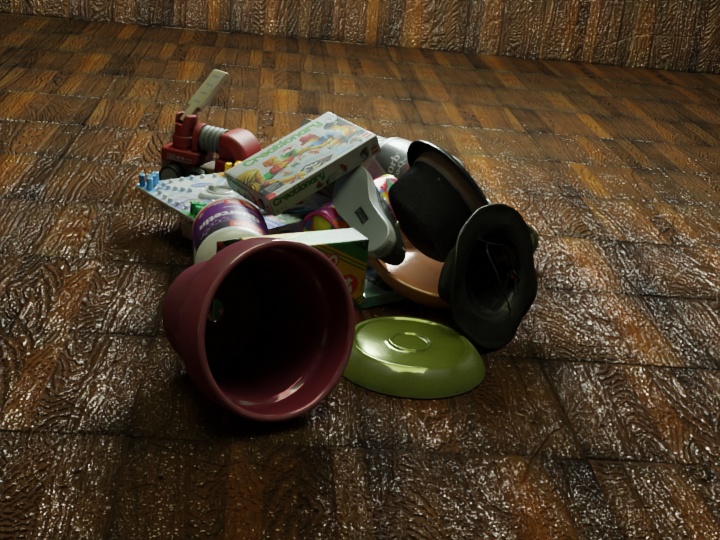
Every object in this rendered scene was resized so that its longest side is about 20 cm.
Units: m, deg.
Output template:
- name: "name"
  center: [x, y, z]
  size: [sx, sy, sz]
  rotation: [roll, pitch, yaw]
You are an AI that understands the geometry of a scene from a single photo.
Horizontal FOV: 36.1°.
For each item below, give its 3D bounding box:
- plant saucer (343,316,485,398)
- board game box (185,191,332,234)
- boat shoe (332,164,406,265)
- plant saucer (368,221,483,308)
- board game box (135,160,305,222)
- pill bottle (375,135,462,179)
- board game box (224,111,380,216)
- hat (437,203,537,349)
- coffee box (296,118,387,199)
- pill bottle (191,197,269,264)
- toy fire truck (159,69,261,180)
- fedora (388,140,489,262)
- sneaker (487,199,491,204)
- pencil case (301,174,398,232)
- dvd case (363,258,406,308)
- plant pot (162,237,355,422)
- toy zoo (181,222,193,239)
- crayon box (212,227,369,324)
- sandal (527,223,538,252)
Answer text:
- name: "plant saucer"
  center: [0.061, 0.102, 1.401]
  size: [0.200, 0.031, 0.200]
  rotation: [6, 22, -2]
- name: "board game box"
  center: [-0.144, -0.093, 1.768]
  size: [0.200, 0.041, 0.199]
  rotation: [22, 26, 37]
- name: "boat shoe"
  center: [0.019, -0.078, 1.599]
  size: [0.066, 0.070, 0.200]
  rotation: [39, 14, -39]
- name: "plant saucer"
  center: [0.104, -0.004, 1.616]
  size: [0.200, 0.038, 0.200]
  rotation: [11, 32, -7]
- name: "board game box"
  center: [-0.221, -0.128, 1.745]
  size: [0.200, 0.026, 0.200]
  rotation: [-12, 26, -37]
- name: "pill bottle"
  center: [0.082, -0.174, 1.992]
  size: [0.116, 0.116, 0.200]
  rotation: [-14, 29, -42]
- name: "board game box"
  center: [-0.086, -0.160, 1.640]
  size: [0.200, 0.035, 0.126]
  rotation: [-34, 40, -23]
- name: "hat"
  center: [0.155, 0.006, 1.495]
  size: [0.081, 0.201, 0.200]
  rotation: [0, 13, 42]
- name: "coffee box"
  center: [-0.026, -0.153, 1.809]
  size: [0.113, 0.080, 0.200]
  rotation: [23, -14, 31]
- name: "pill bottle"
  center: [-0.176, -0.023, 1.539]
  size: [0.112, 0.113, 0.200]
  rotation: [1, 20, -11]
- name: "toy fire truck"
  center: [-0.254, -0.241, 1.956]
  size: [0.176, 0.200, 0.129]
  rotation: [14, 23, 19]
- name: "fedora"
  center: [0.107, -0.085, 1.584]
  size: [0.092, 0.201, 0.201]
  rotation: [-37, 37, -16]
- name: "sneaker"
  center: [0.188, -0.065, 1.739]
  size: [0.200, 0.077, 0.076]
  rotation: [38, 28, 10]
- name: "pencil case"
  center: [-0.003, -0.080, 1.701]
  size: [0.088, 0.089, 0.200]
  rotation: [21, 31, 33]
- name: "dvd case"
  center: [0.000, 0.000, 1.657]
  size: [0.146, 0.022, 0.200]
  rotation: [-11, 26, -36]
- name: "plant pot"
  center: [-0.133, 0.059, 1.267]
  size: [0.200, 0.200, 0.179]
  rotation: [-8, 9, -32]
- name: "toy zoo"
  center: [-0.167, -0.063, 1.772]
  size: [0.200, 0.021, 0.131]
  rotation: [-15, 29, -43]
- name: "crayon box"
  center: [-0.091, 0.018, 1.444]
  size: [0.200, 0.127, 0.051]
  rotation: [-7, 25, -27]
- name: "sandal"
  center: [0.212, -0.073, 1.829]
  size: [0.200, 0.082, 0.055]
  rotation: [21, 7, 33]
